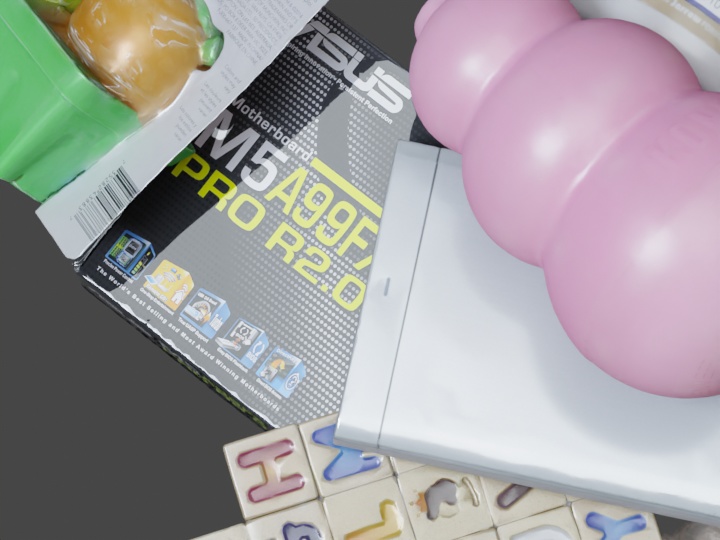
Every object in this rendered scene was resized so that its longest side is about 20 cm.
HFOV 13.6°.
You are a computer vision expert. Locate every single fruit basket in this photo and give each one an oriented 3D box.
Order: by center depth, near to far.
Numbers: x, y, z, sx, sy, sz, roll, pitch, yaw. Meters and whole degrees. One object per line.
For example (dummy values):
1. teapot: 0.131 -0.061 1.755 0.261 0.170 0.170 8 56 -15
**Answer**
1. fruit basket: -0.093 -0.126 1.281 0.200 0.094 0.185 -43 54 2

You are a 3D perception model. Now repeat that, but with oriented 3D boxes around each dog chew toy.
1. dog chew toy: 0.099 -0.043 1.210 0.124 0.125 0.200 -43 72 -7

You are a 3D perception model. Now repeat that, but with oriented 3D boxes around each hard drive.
1. hard drive: 0.099 0.029 1.262 0.199 0.027 0.133 12 75 2

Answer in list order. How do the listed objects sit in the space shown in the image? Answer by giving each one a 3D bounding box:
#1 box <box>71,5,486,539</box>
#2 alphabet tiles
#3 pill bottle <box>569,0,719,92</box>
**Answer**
1. box: 0.000 0.000 1.308 0.200 0.044 0.160 38 83 6
2. alphabet tiles: 0.029 0.133 1.260 0.199 0.006 0.167 -17 84 -5
3. pill bottle: 0.184 -0.156 1.299 0.115 0.116 0.200 36 82 6
